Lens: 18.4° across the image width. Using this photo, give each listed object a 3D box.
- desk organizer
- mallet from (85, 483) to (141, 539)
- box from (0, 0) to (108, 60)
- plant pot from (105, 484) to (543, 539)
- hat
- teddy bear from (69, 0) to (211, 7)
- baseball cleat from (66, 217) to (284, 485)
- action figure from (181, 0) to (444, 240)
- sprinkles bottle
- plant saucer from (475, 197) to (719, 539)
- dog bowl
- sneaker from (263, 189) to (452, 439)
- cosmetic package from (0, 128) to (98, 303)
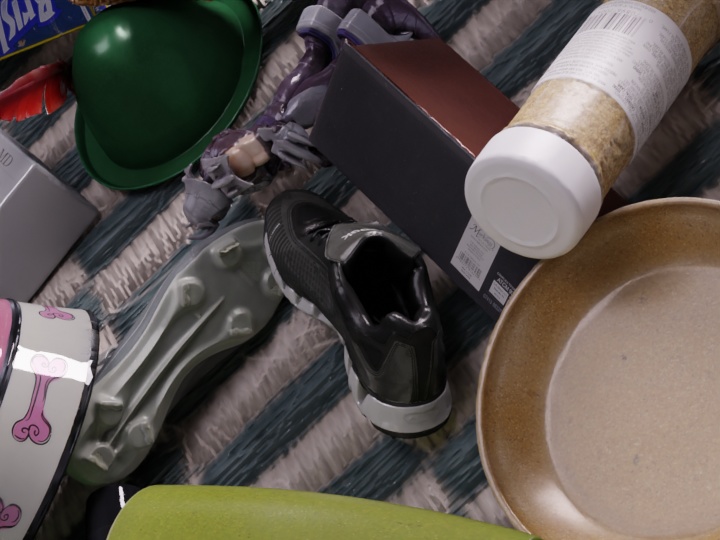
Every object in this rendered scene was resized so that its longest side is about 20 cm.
[{"bbox_3d":[0.066,-0.051,1.269,0.200,0.077,0.072,45,128,33],"label":"desk organizer"},{"bbox_3d":[-0.200,0.207,1.355,0.200,0.041,0.066,-38,46,21],"label":"mallet"},{"bbox_3d":[-0.250,-0.196,1.623,0.200,0.070,0.064,-14,16,42],"label":"box"},{"bbox_3d":[-0.002,0.187,1.104,0.199,0.187,0.188,-10,55,20],"label":"plant pot"},{"bbox_3d":[-0.179,-0.161,1.485,0.165,0.176,0.200,-33,45,18],"label":"hat"},{"bbox_3d":[-0.102,-0.218,1.481,0.200,0.067,0.145,4,21,27],"label":"teddy bear"},{"bbox_3d":[-0.124,0.043,1.377,0.200,0.070,0.106,-48,21,-14],"label":"baseball cleat"},{"bbox_3d":[-0.043,-0.094,1.387,0.200,0.069,0.130,-50,23,-14],"label":"action figure"},{"bbox_3d":[0.129,-0.091,1.198,0.068,0.068,0.200,-3,36,40],"label":"sprinkles bottle"},{"bbox_3d":[0.153,0.062,1.127,0.200,0.035,0.201,-14,63,29],"label":"plant saucer"},{"bbox_3d":[-0.236,0.104,1.367,0.200,0.074,0.200,-53,22,34],"label":"dog bowl"},{"bbox_3d":[0.000,0.000,1.274,0.066,0.091,0.200,-13,43,-19],"label":"sneaker"},{"bbox_3d":[-0.285,0.002,1.543,0.200,0.071,0.101,-52,42,-2],"label":"cosmetic package"}]
